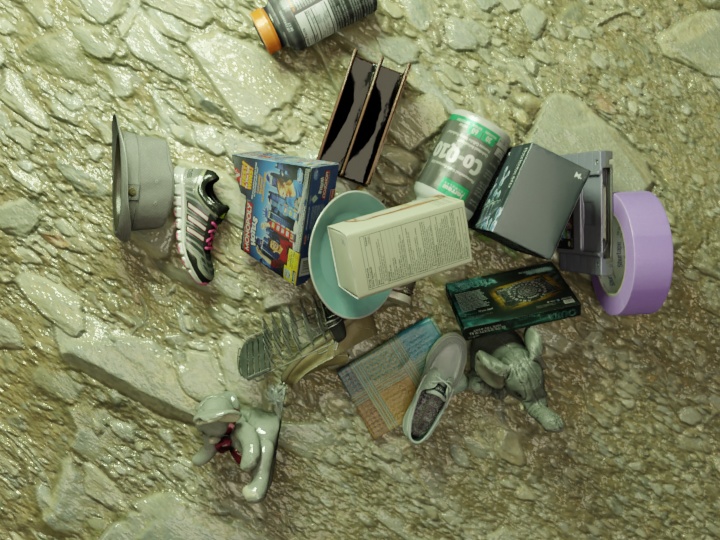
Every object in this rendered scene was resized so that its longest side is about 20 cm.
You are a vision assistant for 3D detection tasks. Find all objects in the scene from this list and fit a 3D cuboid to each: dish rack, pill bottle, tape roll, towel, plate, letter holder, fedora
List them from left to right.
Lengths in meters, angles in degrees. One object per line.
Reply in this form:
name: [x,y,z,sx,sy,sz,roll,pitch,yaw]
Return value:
fedora: [-0.350,-0.146,1.226,0.089,0.176,0.204,-1,95,-23]
dish rack: [-0.119,0.103,1.266,0.198,0.154,0.055,-24,113,1]
pill bottle: [-0.079,-0.428,1.235,0.198,0.106,0.107,-27,96,0]
plate: [-0.012,-0.025,1.212,0.198,0.025,0.204,-4,95,-43]
letter holder: [0.002,-0.249,1.239,0.099,0.142,0.203,19,94,-5]
towel: [0.076,0.190,1.347,0.198,0.022,0.148,-30,96,1]
pill bottle: [0.158,-0.154,1.271,0.112,0.113,0.202,27,93,-5]
tape roll: [0.441,-0.028,1.256,0.064,0.200,0.204,-3,96,-2]

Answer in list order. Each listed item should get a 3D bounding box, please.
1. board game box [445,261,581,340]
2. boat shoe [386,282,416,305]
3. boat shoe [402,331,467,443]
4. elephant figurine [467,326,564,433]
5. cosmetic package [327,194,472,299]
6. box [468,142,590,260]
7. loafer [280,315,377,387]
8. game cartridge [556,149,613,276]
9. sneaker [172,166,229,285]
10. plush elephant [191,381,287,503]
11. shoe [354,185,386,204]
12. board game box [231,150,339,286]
board game box: [0.254,0.049,1.288,0.197,0.136,0.029,-11,123,-2]
boat shoe: [0.000,0.000,1.301,0.197,0.072,0.060,20,80,-2]
boat shoe: [0.132,0.205,1.304,0.069,0.072,0.203,23,95,-5]
elephant figurine: [0.259,0.160,1.259,0.153,0.200,0.143,26,87,-7]
cosmetic package: [0.060,-0.040,1.157,0.197,0.087,0.105,-16,108,-20]
box: [0.266,-0.113,1.238,0.106,0.200,0.150,24,93,-6]
loafer: [-0.051,0.139,1.306,0.199,0.076,0.068,-40,90,1]
game cartridge: [0.375,-0.096,1.282,0.038,0.129,0.204,-4,96,-21]
sneaker: [-0.259,-0.079,1.274,0.086,0.074,0.203,-9,91,4]
plush elephant: [-0.214,0.275,1.270,0.152,0.165,0.203,10,87,-1]
shoe: [-0.017,-0.058,1.252,0.053,0.070,0.202,21,60,11]
board game box: [-0.136,-0.111,1.249,0.061,0.199,0.203,-14,126,-43]
